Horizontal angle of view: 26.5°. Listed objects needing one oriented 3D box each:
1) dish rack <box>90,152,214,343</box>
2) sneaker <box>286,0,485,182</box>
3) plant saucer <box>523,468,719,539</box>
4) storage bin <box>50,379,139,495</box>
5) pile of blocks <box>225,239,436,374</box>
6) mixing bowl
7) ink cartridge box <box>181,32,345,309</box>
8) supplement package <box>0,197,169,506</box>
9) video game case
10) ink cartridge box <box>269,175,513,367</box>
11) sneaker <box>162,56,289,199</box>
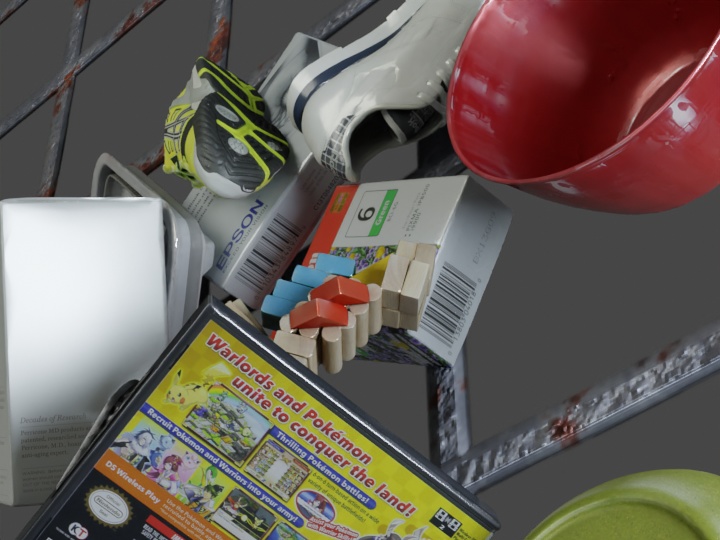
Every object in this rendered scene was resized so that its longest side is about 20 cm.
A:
[{"bbox_3d":[-0.161,0.013,1.145,0.200,0.043,0.173,36,122,57],"label":"dish rack"},{"bbox_3d":[0.048,-0.136,1.029,0.200,0.076,0.081,-38,48,1],"label":"sneaker"},{"bbox_3d":[0.116,0.179,0.708,0.200,0.031,0.201,-33,39,31],"label":"plant saucer"},{"bbox_3d":[-0.136,0.180,0.908,0.093,0.135,0.201,30,83,14],"label":"storage bin"},{"bbox_3d":[-0.041,0.030,0.851,0.200,0.062,0.082,-36,69,-17],"label":"pile of blocks"},{"bbox_3d":[0.155,-0.106,0.838,0.200,0.108,0.201,-33,38,30],"label":"mixing bowl"},{"bbox_3d":[-0.073,-0.086,1.163,0.200,0.041,0.200,-56,29,-2],"label":"ink cartridge box"},{"bbox_3d":[-0.203,0.055,1.054,0.117,0.117,0.202,-8,84,64],"label":"supplement package"},{"bbox_3d":[-0.057,0.143,0.810,0.181,0.200,0.026,-51,12,6],"label":"video game case"},{"bbox_3d":[0.000,0.000,0.994,0.199,0.050,0.109,0,62,51],"label":"ink cartridge box"},{"bbox_3d":[-0.103,-0.087,1.106,0.077,0.075,0.200,-55,18,15],"label":"sneaker"}]
